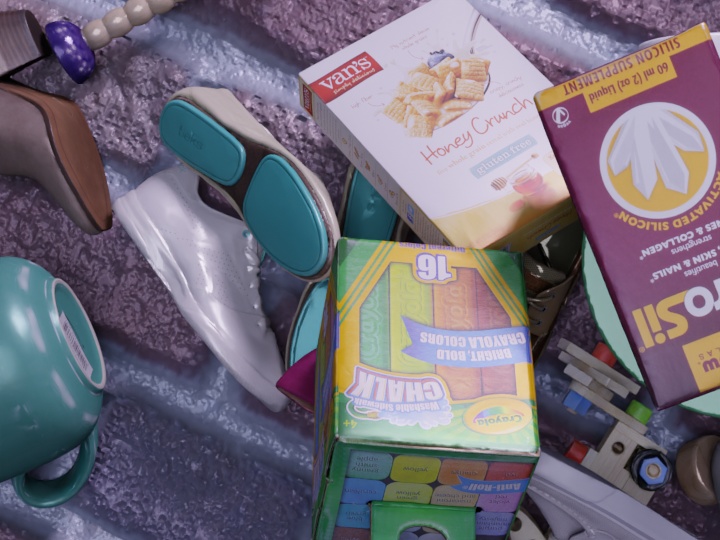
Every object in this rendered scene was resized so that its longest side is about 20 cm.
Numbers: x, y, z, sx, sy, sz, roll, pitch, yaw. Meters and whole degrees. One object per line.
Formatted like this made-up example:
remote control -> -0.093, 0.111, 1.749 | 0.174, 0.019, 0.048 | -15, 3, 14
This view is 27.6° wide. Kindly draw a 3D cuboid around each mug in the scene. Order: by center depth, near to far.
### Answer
mug -> -0.250, 0.074, 1.074 | 0.114, 0.185, 0.153 | -23, 63, 3

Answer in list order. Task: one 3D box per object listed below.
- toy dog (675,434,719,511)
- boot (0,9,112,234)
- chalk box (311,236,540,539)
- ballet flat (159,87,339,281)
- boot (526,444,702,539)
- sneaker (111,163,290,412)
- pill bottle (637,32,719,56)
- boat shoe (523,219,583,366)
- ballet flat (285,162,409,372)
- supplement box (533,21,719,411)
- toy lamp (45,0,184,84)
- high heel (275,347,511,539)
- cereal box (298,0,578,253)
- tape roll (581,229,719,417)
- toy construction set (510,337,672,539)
toy dog -> 0.301, 0.185, 1.030 | 0.096, 0.132, 0.202 | -9, 94, -32
boot -> -0.286, -0.099, 1.113 | 0.145, 0.070, 0.201 | -22, 86, 12
chalk box -> 0.036, 0.097, 0.902 | 0.123, 0.124, 0.201 | 4, 49, -7
ballet flat -> -0.065, -0.067, 1.052 | 0.070, 0.069, 0.200 | -47, 62, 5
boot -> 0.156, 0.191, 0.977 | 0.199, 0.074, 0.096 | 32, 89, -19
sneaker -> -0.096, 0.007, 1.088 | 0.088, 0.075, 0.201 | -35, 85, -6
pill bottle -> 0.239, -0.058, 1.021 | 0.118, 0.120, 0.202 | -1, 89, 6
boat shoe -> 0.120, 0.002, 1.057 | 0.075, 0.074, 0.201 | 25, 92, 6
ballet flat -> 0.000, 0.000, 1.077 | 0.069, 0.069, 0.201 | 22, 97, 6
supplement box -> 0.191, -0.030, 0.878 | 0.110, 0.086, 0.201 | -22, 85, 11
toy lamp -> -0.139, -0.211, 1.095 | 0.199, 0.058, 0.059 | -28, 87, 5
high heel -> 0.025, 0.135, 1.004 | 0.096, 0.068, 0.201 | -25, 65, -14
cereal box -> 0.068, -0.097, 1.018 | 0.143, 0.040, 0.200 | -31, 61, -19
tape roll -> 0.242, -0.007, 0.935 | 0.199, 0.048, 0.202 | 0, 89, 13
toy construction set -> 0.145, 0.146, 1.052 | 0.131, 0.092, 0.201 | 32, 104, 6
